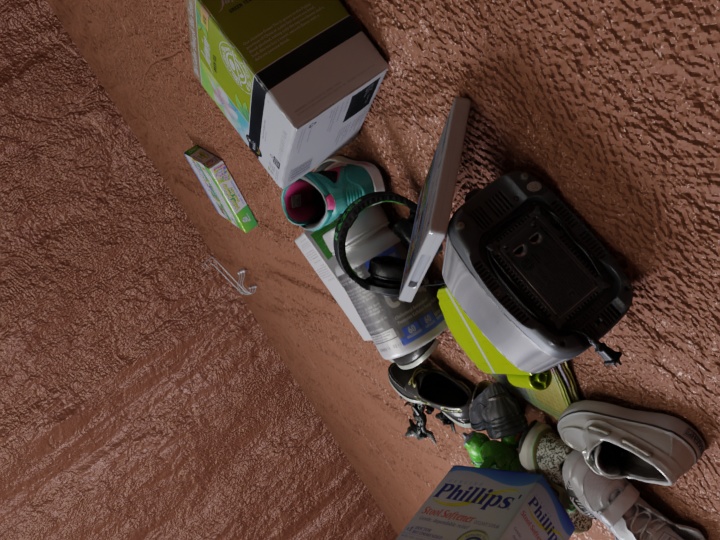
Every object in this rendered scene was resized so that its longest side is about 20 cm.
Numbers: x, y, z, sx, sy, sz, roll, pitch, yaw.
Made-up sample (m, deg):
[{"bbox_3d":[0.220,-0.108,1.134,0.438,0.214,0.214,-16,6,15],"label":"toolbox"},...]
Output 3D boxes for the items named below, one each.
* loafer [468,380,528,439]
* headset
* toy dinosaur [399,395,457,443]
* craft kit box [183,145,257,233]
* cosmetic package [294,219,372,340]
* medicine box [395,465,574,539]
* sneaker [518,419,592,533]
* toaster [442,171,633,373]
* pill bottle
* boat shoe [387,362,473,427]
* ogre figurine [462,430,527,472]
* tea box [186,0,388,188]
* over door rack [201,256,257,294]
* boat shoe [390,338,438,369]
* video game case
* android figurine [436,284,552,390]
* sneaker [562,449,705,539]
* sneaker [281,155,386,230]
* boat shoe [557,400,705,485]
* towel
[{"bbox_3d":[0.195,0.195,1.018,0.200,0.072,0.073,116,138,-81],"label":"loafer"},{"bbox_3d":[0.054,-0.020,0.897,0.199,0.124,0.094,33,-177,-21],"label":"headset"},{"bbox_3d":[0.120,0.237,1.280,0.200,0.101,0.137,-108,6,-69],"label":"toy dinosaur"},{"bbox_3d":[-0.362,-0.212,1.796,0.197,0.048,0.201,37,157,52],"label":"craft kit box"},{"bbox_3d":[0.000,0.000,1.090,0.201,0.107,0.085,53,163,-4],"label":"cosmetic package"},{"bbox_3d":[0.159,0.379,0.958,0.182,0.200,0.103,-15,113,53],"label":"medicine box"},{"bbox_3d":[0.290,0.301,0.965,0.088,0.077,0.201,9,136,56],"label":"sneaker"},{"bbox_3d":[0.161,0.015,0.656,0.200,0.113,0.129,50,168,13],"label":"toaster"},{"bbox_3d":[0.034,0.014,0.994,0.201,0.113,0.114,61,164,-4],"label":"pill bottle"},{"bbox_3d":[0.121,0.198,1.196,0.200,0.072,0.061,22,154,40],"label":"boat shoe"},{"bbox_3d":[0.235,0.312,1.089,0.120,0.098,0.200,51,180,-36],"label":"ogre figurine"},{"bbox_3d":[-0.092,-0.236,0.815,0.197,0.133,0.200,53,164,4],"label":"tea box"},{"bbox_3d":[-0.455,0.011,2.444,0.199,0.067,0.148,35,167,-12],"label":"over door rack"},{"bbox_3d":[0.070,0.119,1.179,0.061,0.072,0.201,50,165,-7],"label":"boat shoe"},{"bbox_3d":[0.074,-0.064,0.723,0.018,0.144,0.200,13,160,-1],"label":"video game case"},{"bbox_3d":[0.155,0.061,0.823,0.183,0.041,0.200,59,164,-1],"label":"android figurine"},{"bbox_3d":[0.331,0.294,0.824,0.200,0.075,0.115,51,164,-10],"label":"sneaker"},{"bbox_3d":[-0.060,-0.108,0.981,0.200,0.120,0.084,15,121,63],"label":"sneaker"},{"bbox_3d":[0.274,0.193,0.754,0.072,0.066,0.200,54,159,-13],"label":"boat shoe"},{"bbox_3d":[0.206,0.119,0.903,0.200,0.023,0.144,27,150,59],"label":"towel"}]
